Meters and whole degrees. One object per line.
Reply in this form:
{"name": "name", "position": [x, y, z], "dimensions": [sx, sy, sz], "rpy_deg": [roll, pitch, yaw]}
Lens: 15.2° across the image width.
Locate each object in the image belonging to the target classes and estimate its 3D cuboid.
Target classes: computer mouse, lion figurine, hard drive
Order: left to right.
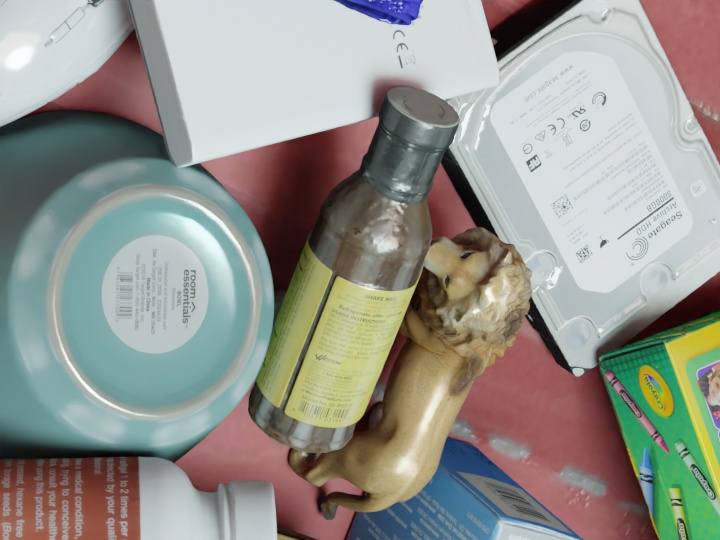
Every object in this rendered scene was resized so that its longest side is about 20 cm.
{"name": "computer mouse", "position": [-0.142, -0.134, 1.359], "dimensions": [0.200, 0.044, 0.110], "rpy_deg": [-40, 121, -8]}
{"name": "hard drive", "position": [-0.025, -0.138, 1.373], "dimensions": [0.199, 0.026, 0.133], "rpy_deg": [-16, 93, -35]}
{"name": "lion figurine", "position": [0.031, 0.065, 1.469], "dimensions": [0.072, 0.122, 0.201], "rpy_deg": [9, 105, -28]}
{"name": "hard drive", "position": [0.128, -0.056, 1.521], "dimensions": [0.139, 0.038, 0.201], "rpy_deg": [-35, 120, -10]}

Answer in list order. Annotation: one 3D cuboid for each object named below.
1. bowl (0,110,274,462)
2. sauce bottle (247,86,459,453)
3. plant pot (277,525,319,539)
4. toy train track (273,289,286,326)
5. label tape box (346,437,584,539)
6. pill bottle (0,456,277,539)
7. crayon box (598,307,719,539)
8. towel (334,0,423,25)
{"name": "bowl", "position": [-0.123, 0.017, 1.354], "dimensions": [0.200, 0.105, 0.202], "rpy_deg": [0, 90, -28]}
{"name": "sauce bottle", "position": [0.000, 0.000, 1.402], "dimensions": [0.064, 0.065, 0.201], "rpy_deg": [8, 121, -28]}
{"name": "plant pot", "position": [-0.075, 0.236, 1.461], "dimensions": [0.186, 0.186, 0.201], "rpy_deg": [20, 87, -30]}
{"name": "toy train track", "position": [-0.115, 0.080, 1.456], "dimensions": [0.200, 0.033, 0.115], "rpy_deg": [-39, 119, -9]}
{"name": "label tape box", "position": [0.036, 0.208, 1.509], "dimensions": [0.066, 0.143, 0.201], "rpy_deg": [14, 102, -29]}
{"name": "pill bottle", "position": [-0.141, 0.147, 1.308], "dimensions": [0.199, 0.112, 0.113], "rpy_deg": [-1, 110, -5]}
{"name": "crayon box", "position": [0.224, 0.124, 1.553], "dimensions": [0.118, 0.058, 0.201], "rpy_deg": [-18, 89, -43]}
{"name": "towel", "position": [-0.007, -0.238, 1.344], "dimensions": [0.147, 0.049, 0.201], "rpy_deg": [18, 78, -33]}
